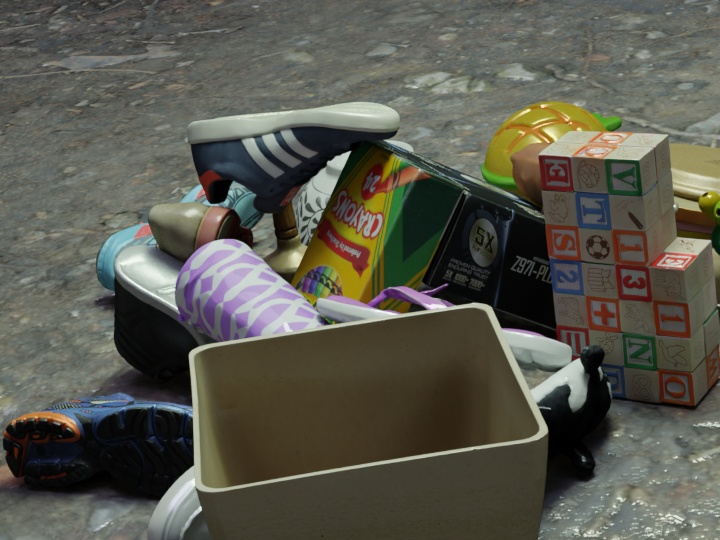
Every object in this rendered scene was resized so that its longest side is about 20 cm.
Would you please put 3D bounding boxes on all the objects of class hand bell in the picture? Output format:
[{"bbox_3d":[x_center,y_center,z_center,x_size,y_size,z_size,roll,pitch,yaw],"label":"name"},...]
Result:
[{"bbox_3d":[-0.067,-0.043,1.570,0.103,0.201,0.104,-7,21,3],"label":"hand bell"}]

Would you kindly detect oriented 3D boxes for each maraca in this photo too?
[{"bbox_3d":[0.197,-0.123,1.797,0.136,0.108,0.200,-1,22,22],"label":"maraca"}]

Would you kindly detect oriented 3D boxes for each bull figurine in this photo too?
[{"bbox_3d":[0.194,-0.067,1.508,0.121,0.065,0.200,27,8,-18],"label":"bull figurine"}]

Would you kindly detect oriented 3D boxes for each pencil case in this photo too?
[{"bbox_3d":[-0.070,0.057,1.385,0.200,0.086,0.084,41,15,36],"label":"pencil case"}]

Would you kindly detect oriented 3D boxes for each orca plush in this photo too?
[{"bbox_3d":[0.152,0.111,1.274,0.105,0.071,0.200,-43,-12,6],"label":"orca plush"}]

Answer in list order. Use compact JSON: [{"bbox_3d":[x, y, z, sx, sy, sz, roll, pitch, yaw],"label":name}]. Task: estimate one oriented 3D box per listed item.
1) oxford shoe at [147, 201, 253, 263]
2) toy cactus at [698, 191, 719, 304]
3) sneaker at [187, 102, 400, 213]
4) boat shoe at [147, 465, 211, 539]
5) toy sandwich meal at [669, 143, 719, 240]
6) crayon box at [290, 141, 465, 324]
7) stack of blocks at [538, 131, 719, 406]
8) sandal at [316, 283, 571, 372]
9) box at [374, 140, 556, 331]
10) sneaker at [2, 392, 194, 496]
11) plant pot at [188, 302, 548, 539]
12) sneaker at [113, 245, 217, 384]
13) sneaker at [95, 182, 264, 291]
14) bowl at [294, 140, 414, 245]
[{"bbox_3d":[-0.142,-0.020,1.572,0.074,0.200,0.071,17,72,8],"label":"oxford shoe"},{"bbox_3d":[0.329,-0.028,1.469,0.165,0.103,0.199,-40,-20,32],"label":"toy cactus"},{"bbox_3d":[-0.053,-0.093,1.482,0.199,0.085,0.075,-3,7,32],"label":"sneaker"},{"bbox_3d":[-0.056,0.163,1.249,0.199,0.073,0.068,-15,21,-39],"label":"boat shoe"},{"bbox_3d":[0.326,-0.063,1.616,0.204,0.071,0.205,7,15,-2],"label":"toy sandwich meal"},{"bbox_3d":[0.000,0.000,1.459,0.051,0.201,0.127,21,6,-28],"label":"crayon box"},{"bbox_3d":[0.210,-0.003,1.367,0.115,0.201,0.059,5,24,33],"label":"stack of blocks"},{"bbox_3d":[0.067,0.037,1.354,0.201,0.050,0.082,12,-10,14],"label":"sandal"},{"bbox_3d":[0.098,-0.031,1.537,0.163,0.087,0.200,20,8,-27],"label":"box"},{"bbox_3d":[-0.179,0.125,1.373,0.199,0.076,0.078,3,21,22],"label":"sneaker"},{"bbox_3d":[0.008,0.151,1.089,0.199,0.178,0.200,-9,22,-3],"label":"plant pot"},{"bbox_3d":[-0.133,0.068,1.505,0.200,0.099,0.071,35,49,15],"label":"sneaker"},{"bbox_3d":[-0.159,-0.021,1.745,0.200,0.080,0.095,-33,41,-31],"label":"sneaker"},{"bbox_3d":[0.015,-0.072,1.759,0.199,0.095,0.201,-7,21,3],"label":"bowl"}]
